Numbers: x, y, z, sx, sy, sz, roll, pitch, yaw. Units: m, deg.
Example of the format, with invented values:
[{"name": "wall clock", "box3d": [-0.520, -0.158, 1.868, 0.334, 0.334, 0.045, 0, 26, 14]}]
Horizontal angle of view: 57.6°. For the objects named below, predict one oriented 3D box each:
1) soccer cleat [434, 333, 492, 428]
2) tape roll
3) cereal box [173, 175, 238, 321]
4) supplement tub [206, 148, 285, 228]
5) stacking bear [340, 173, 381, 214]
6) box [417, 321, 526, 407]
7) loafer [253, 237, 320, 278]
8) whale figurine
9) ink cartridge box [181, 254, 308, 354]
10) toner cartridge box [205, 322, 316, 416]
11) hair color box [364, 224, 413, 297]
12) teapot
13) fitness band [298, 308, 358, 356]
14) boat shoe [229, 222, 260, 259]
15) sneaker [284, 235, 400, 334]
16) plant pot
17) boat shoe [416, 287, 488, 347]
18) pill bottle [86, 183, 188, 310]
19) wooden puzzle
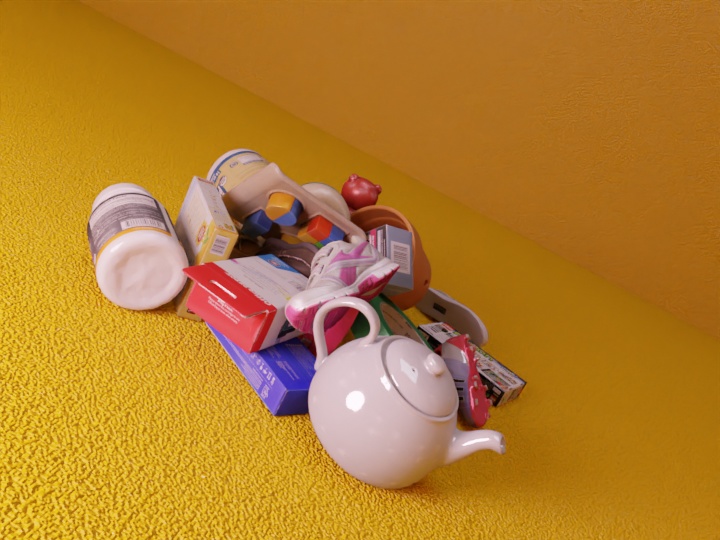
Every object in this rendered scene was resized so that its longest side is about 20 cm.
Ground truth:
[{"name": "soccer cleat", "box3d": [0.164, 0.186, 1.078, 0.067, 0.076, 0.200, 51, 22, -30]}, {"name": "tape roll", "box3d": [0.060, 0.120, 0.994, 0.200, 0.048, 0.200, 47, 11, -12]}, {"name": "cereal box", "box3d": [-0.240, -0.038, 0.964, 0.039, 0.144, 0.200, 17, 21, -29]}, {"name": "supplement tub", "box3d": [-0.203, -0.141, 1.306, 0.145, 0.145, 0.200, 7, 26, -48]}, {"name": "stacking bear", "box3d": [-0.030, -0.097, 1.332, 0.121, 0.200, 0.114, 23, 15, -13]}, {"name": "box", "box3d": [0.199, 0.167, 1.206, 0.200, 0.035, 0.110, 37, 20, 29]}, {"name": "loafer", "box3d": [-0.106, 0.002, 1.007, 0.200, 0.071, 0.073, 11, -40, 54]}, {"name": "whale figurine", "box3d": [-0.118, -0.084, 1.205, 0.104, 0.200, 0.159, -113, 178, -71]}, {"name": "ink cartridge box", "box3d": [-0.142, 0.041, 0.864, 0.116, 0.067, 0.200, 33, 19, 20]}, {"name": "toner cartridge box", "box3d": [-0.121, 0.112, 0.879, 0.095, 0.043, 0.200, 10, 25, -45]}, {"name": "hair color box", "box3d": [0.000, 0.000, 1.103, 0.061, 0.099, 0.200, 13, -20, -37]}, {"name": "teapot", "box3d": [0.042, 0.146, 0.781, 0.200, 0.146, 0.198, 18, 37, -35]}, {"name": "fitness band", "box3d": [-0.041, 0.046, 1.000, 0.037, 0.144, 0.200, 29, 27, -16]}, {"name": "boat shoe", "box3d": [-0.230, -0.062, 1.139, 0.073, 0.063, 0.201, -5, 29, -43]}, {"name": "sneaker", "box3d": [-0.037, 0.014, 0.866, 0.088, 0.081, 0.200, 46, 38, 13]}, {"name": "plant pot", "box3d": [0.044, -0.004, 1.243, 0.200, 0.200, 0.140, 41, 5, 37]}, {"name": "boat shoe", "box3d": [0.198, 0.095, 1.362, 0.070, 0.071, 0.200, 5, 21, -45]}, {"name": "pill bottle", "box3d": [-0.315, -0.041, 0.910, 0.116, 0.117, 0.200, 15, 20, -34]}, {"name": "wooden puzzle", "box3d": [-0.117, -0.071, 1.066, 0.200, 0.185, 0.046, 38, 56, -25]}]
